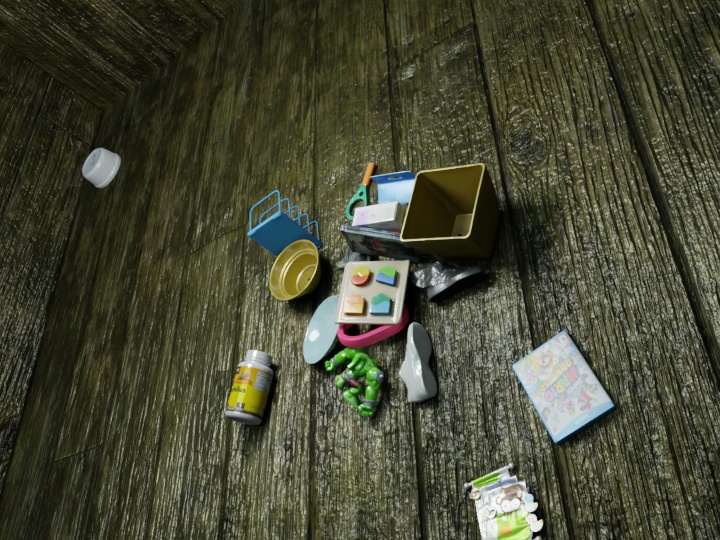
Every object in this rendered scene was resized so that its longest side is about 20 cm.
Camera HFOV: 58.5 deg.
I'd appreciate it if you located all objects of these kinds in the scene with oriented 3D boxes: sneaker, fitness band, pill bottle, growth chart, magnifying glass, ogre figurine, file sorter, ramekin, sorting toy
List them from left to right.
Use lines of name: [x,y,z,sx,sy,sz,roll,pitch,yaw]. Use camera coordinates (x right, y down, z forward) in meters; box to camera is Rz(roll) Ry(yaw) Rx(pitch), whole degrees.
ramekin: [-1.340,-0.534,3.312,0.199,0.105,0.202,-22,53,31]
pill bottle: [-0.320,0.341,1.884,0.108,0.109,0.202,-7,61,38]
file sorter: [-0.241,-0.137,2.041,0.138,0.200,0.124,-31,46,23]
ogre figurine: [-0.007,0.272,1.664,0.120,0.098,0.200,-56,31,16]
sneaker: [0.000,0.000,1.839,0.114,0.076,0.200,-41,42,16]
magnifying glass: [0.007,-0.246,2.018,0.079,0.022,0.202,3,67,42]
sorting toy: [0.028,0.053,1.699,0.198,0.037,0.187,-4,59,25]
fitness band: [0.032,0.137,1.701,0.198,0.038,0.144,-24,32,-7]
sneaker: [0.129,0.228,1.594,0.088,0.075,0.202,-33,48,37]
sneaker: [0.219,0.010,1.648,0.199,0.060,0.105,-31,53,28]
growth chart: [0.288,0.484,1.298,0.144,0.018,0.201,-36,29,18]

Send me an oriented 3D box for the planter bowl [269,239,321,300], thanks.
planter bowl: [-0.181,0.013,1.980,0.199,0.083,0.202,-21,54,30]

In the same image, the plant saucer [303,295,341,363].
plant saucer: [-0.095,0.173,1.816,0.201,0.038,0.202,-45,31,36]

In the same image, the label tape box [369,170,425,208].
label tape box: [0.128,-0.188,1.746,0.142,0.199,0.067,-2,65,40]

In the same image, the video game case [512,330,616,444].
video game case: [0.424,0.243,1.358,0.143,0.018,0.201,-38,46,17]

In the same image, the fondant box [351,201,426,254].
fondant box: [0.094,-0.106,1.727,0.143,0.200,0.059,-5,62,40]

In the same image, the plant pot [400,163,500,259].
plant pot: [0.245,-0.128,1.623,0.198,0.176,0.202,-1,65,39]

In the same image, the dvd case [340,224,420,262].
dvd case: [0.056,-0.071,1.726,0.198,0.146,0.022,11,71,17]
